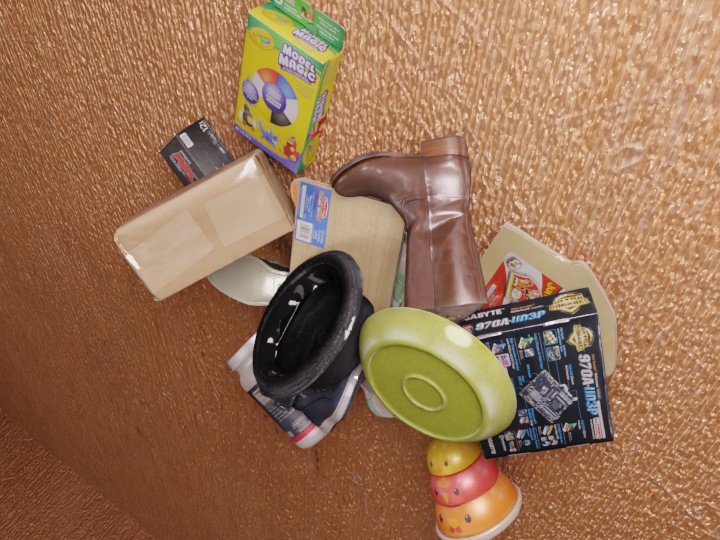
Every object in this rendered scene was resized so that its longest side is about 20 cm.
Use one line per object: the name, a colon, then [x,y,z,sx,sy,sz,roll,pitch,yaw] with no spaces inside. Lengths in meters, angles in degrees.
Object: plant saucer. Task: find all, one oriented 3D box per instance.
plant saucer: [0.076,0.129,0.730,0.197,0.031,0.203,23,139,22]

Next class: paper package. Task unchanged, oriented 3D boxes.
paper package: [-0.195,-0.070,0.855,0.105,0.197,0.191,62,-179,-16]

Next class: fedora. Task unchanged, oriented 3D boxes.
fedora: [-0.048,0.079,0.826,0.198,0.204,0.091,-7,149,45]

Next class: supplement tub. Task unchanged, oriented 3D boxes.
supplement tub: [-0.116,0.186,1.108,0.200,0.140,0.140,46,141,-2]

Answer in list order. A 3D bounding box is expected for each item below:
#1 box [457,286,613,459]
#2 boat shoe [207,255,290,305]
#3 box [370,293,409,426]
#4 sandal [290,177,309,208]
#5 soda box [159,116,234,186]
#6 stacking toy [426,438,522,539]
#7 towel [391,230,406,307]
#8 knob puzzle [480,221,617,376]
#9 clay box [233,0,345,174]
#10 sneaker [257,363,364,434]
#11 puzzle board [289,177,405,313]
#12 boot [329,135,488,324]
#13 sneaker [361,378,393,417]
box: [0.197,0.125,0.740,0.156,0.046,0.203,-13,123,14]
boat shoe: [-0.141,0.022,1.001,0.196,0.073,0.068,13,175,-2]
box: [0.078,0.091,0.811,0.068,0.082,0.203,28,128,19]
sandal: [-0.055,-0.029,0.928,0.078,0.059,0.209,-11,116,47]
soda box: [-0.212,-0.123,0.987,0.070,0.063,0.202,-21,107,49]
stacking toy: [0.145,0.295,0.988,0.145,0.145,0.203,-21,97,49]
towel: [0.000,0.000,0.873,0.149,0.031,0.201,40,121,2]
knob puzzle: [0.218,0.055,0.776,0.216,0.030,0.223,19,129,24]
clay box: [-0.092,-0.230,0.797,0.114,0.048,0.202,35,141,12]
sneaker: [-0.076,0.160,0.952,0.145,0.077,0.203,33,142,1]
puzzle board: [-0.021,-0.009,0.851,0.148,0.017,0.204,17,118,16]
boot: [0.048,-0.032,0.726,0.183,0.064,0.205,-12,77,33]
sneaker: [0.043,0.147,0.983,0.138,0.079,0.200,-10,131,42]
